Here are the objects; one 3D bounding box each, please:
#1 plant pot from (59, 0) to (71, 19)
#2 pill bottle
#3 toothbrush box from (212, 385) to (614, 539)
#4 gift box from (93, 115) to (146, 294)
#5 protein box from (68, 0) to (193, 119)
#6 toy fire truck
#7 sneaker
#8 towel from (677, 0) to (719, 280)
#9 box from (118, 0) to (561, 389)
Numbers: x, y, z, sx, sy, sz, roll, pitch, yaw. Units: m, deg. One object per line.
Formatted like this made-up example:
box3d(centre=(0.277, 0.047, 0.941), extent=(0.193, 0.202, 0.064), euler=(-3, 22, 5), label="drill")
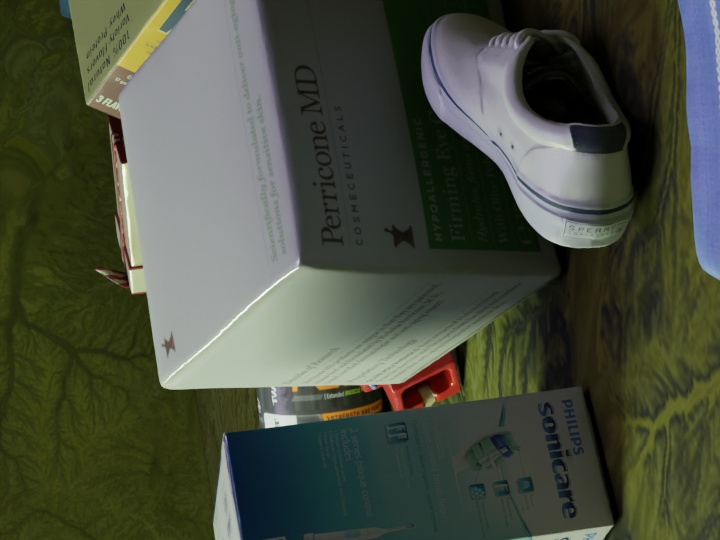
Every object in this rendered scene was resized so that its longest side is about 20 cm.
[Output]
box3d(centre=(-0.424, -0.490, 3.450), extent=(0.200, 0.141, 0.141), euler=(-141, 44, -65), label="plant pot")
box3d(centre=(-0.037, 0.068, 1.701), extent=(0.106, 0.106, 0.200), euler=(-147, 50, -77), label="pill bottle")
box3d(centre=(0.024, 0.139, 1.134), extent=(0.146, 0.200, 0.085), euler=(102, 160, -64), label="toothbrush box")
box3d(centre=(-0.213, -0.077, 2.360), extent=(0.185, 0.200, 0.187), euler=(-106, 11, -64), label="gift box")
box3d(centre=(-0.133, -0.244, 1.705), extent=(0.199, 0.135, 0.200), euler=(-48, 38, 29), label="protein box")
box3d(centre=(0.021, 0.059, 1.489), extent=(0.141, 0.049, 0.200), euler=(60, 172, 22), label="toy fire truck")
box3d(centre=(0.088, -0.091, 1.022), extent=(0.200, 0.073, 0.071), euler=(-124, 37, -50), label="sneaker")
box3d(centre=(0.159, -0.045, 0.751), extent=(0.200, 0.024, 0.145), euler=(-131, 35, -73), label="towel")
box3d(centre=(-0.019, -0.054, 1.185), extent=(0.200, 0.171, 0.199), euler=(-40, 55, 55), label="box")
